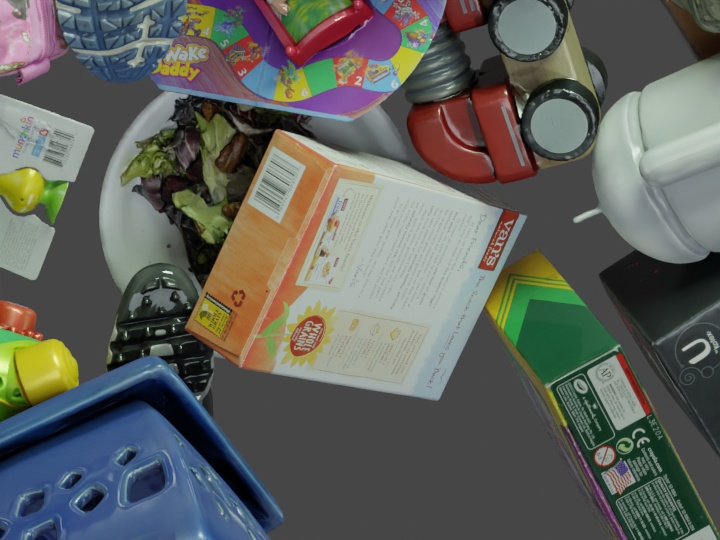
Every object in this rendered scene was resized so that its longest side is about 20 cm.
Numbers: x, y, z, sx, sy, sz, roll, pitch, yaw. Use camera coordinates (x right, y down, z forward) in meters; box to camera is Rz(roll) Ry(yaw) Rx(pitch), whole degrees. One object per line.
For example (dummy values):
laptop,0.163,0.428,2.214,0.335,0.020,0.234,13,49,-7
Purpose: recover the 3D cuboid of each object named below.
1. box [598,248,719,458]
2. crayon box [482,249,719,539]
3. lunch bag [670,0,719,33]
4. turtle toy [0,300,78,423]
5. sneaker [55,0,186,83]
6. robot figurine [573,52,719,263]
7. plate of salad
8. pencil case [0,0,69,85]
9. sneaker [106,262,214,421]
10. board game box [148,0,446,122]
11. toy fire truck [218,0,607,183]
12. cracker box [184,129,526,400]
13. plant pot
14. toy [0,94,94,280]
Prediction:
box,0.272,0.008,1.765,0.200,0.122,0.106,-33,115,1
crayon box,0.156,0.105,1.749,0.058,0.173,0.200,-29,114,-1
lunch bag,0.288,-0.214,1.659,0.200,0.168,0.139,-12,113,-8
turtle toy,-0.238,0.066,1.675,0.146,0.101,0.200,-19,135,2
sneaker,-0.134,-0.209,1.595,0.077,0.085,0.200,1,110,3
robot figurine,0.226,-0.075,1.705,0.200,0.170,0.113,-24,80,24
plate of salad,-0.061,-0.034,1.717,0.200,0.048,0.200,-4,112,-10
pencil case,-0.213,-0.210,1.593,0.083,0.087,0.200,-3,113,-5
sneaker,-0.124,0.067,1.713,0.066,0.091,0.200,-8,127,-6
board game box,-0.050,-0.175,1.606,0.200,0.039,0.158,11,85,15
toy fire truck,0.032,-0.128,1.676,0.200,0.129,0.176,-15,109,15
cracker box,0.000,0.000,1.682,0.200,0.058,0.134,13,105,-51
plant pot,-0.144,0.178,1.611,0.200,0.180,0.200,-25,135,10
toy,-0.266,-0.081,1.646,0.200,0.047,0.115,22,121,-5
